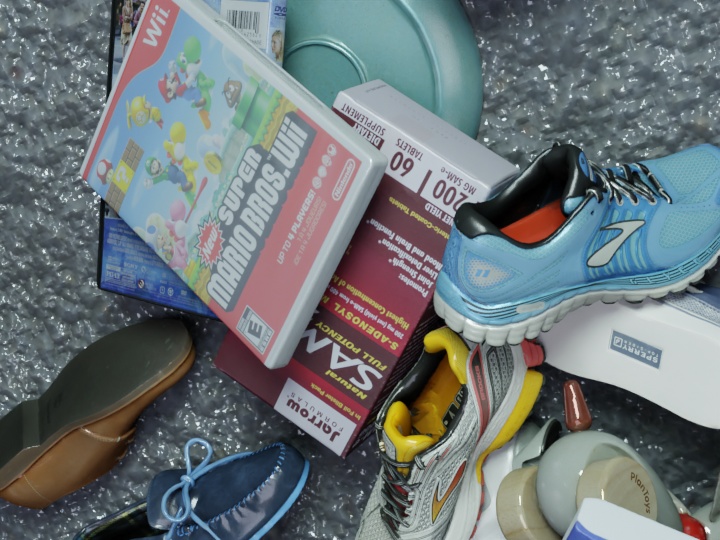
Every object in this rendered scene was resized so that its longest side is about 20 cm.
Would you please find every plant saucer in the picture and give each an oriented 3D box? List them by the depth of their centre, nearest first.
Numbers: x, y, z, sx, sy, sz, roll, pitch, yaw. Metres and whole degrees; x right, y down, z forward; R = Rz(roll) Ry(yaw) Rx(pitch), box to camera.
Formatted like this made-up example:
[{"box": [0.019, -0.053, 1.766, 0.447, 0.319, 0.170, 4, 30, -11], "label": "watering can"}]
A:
[{"box": [-0.023, -0.113, 0.856, 0.198, 0.027, 0.202, 5, 108, 15], "label": "plant saucer"}]

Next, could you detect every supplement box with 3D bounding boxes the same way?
[{"box": [0.000, 0.000, 0.833, 0.108, 0.061, 0.201, 33, 116, 14], "label": "supplement box"}]

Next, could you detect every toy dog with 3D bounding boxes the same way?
[{"box": [0.167, 0.123, 0.823, 0.131, 0.199, 0.097, -6, 74, 30], "label": "toy dog"}]

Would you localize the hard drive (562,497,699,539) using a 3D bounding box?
[{"box": [0.161, 0.205, 0.768, 0.131, 0.025, 0.201, 21, 144, 8], "label": "hard drive"}]

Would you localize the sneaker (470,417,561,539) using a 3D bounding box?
[{"box": [0.086, 0.191, 0.905, 0.088, 0.074, 0.202, 3, 98, 23], "label": "sneaker"}]

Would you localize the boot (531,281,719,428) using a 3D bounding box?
[{"box": [0.172, 0.030, 0.829, 0.199, 0.090, 0.073, 31, 122, 36], "label": "boot"}]

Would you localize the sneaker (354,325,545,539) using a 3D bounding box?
[{"box": [0.034, 0.114, 0.845, 0.078, 0.082, 0.202, 37, 112, 43], "label": "sneaker"}]

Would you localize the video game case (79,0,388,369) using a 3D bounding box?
[{"box": [-0.082, -0.060, 0.807, 0.200, 0.017, 0.144, 42, 119, 29], "label": "video game case"}]

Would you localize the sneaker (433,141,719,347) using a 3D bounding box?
[{"box": [0.133, -0.030, 0.761, 0.078, 0.198, 0.091, 46, 151, 43], "label": "sneaker"}]

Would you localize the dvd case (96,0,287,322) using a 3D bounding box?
[{"box": [-0.108, -0.076, 0.849, 0.142, 0.017, 0.202, 12, 101, 39], "label": "dvd case"}]

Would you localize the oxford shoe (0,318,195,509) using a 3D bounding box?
[{"box": [-0.181, 0.102, 0.963, 0.199, 0.072, 0.071, -35, 125, 22], "label": "oxford shoe"}]

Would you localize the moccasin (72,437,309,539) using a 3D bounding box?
[{"box": [-0.125, 0.172, 0.948, 0.199, 0.081, 0.068, -35, 108, 22], "label": "moccasin"}]
